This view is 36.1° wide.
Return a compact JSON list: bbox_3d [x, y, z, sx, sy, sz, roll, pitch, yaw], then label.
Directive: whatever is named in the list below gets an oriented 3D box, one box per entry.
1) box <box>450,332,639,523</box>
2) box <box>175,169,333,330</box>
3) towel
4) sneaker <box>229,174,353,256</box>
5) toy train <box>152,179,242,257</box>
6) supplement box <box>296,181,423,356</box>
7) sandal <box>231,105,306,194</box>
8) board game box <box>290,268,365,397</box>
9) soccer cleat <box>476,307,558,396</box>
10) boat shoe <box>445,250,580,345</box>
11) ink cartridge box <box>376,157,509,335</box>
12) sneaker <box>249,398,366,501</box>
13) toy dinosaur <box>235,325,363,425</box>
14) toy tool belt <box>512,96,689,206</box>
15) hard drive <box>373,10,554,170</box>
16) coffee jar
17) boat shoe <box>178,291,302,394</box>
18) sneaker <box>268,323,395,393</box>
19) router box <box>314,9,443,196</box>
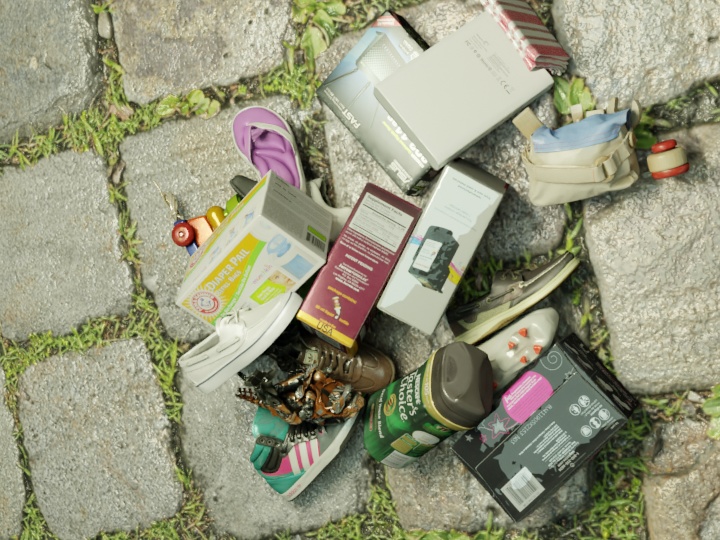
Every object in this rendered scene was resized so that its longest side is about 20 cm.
[{"bbox_3d":[0.236,0.198,1.408,0.132,0.114,0.200,47,110,12],"label":"box"},{"bbox_3d":[-0.141,-0.014,1.463,0.112,0.102,0.200,34,124,-20],"label":"box"},{"bbox_3d":[0.178,-0.327,1.380,0.030,0.146,0.201,-40,79,25],"label":"towel"},{"bbox_3d":[-0.091,-0.098,1.555,0.198,0.074,0.089,30,86,19],"label":"sneaker"},{"bbox_3d":[-0.212,-0.074,1.597,0.115,0.085,0.202,-30,82,11],"label":"toy train"},{"bbox_3d":[0.000,0.000,1.453,0.085,0.110,0.202,27,81,5],"label":"supplement box"},{"bbox_3d":[-0.126,-0.169,1.530,0.082,0.050,0.204,-31,54,-1],"label":"sandal"},{"bbox_3d":[-0.053,0.088,1.566,0.094,0.030,0.204,-15,86,23],"label":"board game box"},{"bbox_3d":[0.185,0.114,1.453,0.070,0.077,0.199,52,130,1],"label":"soccer cleat"},{"bbox_3d":[0.193,0.029,1.436,0.199,0.073,0.065,-37,85,20],"label":"boat shoe"},{"bbox_3d":[0.109,-0.034,1.423,0.082,0.146,0.203,27,104,5],"label":"ink cartridge box"},{"bbox_3d":[-0.090,0.221,1.545,0.120,0.084,0.201,36,113,-10],"label":"sneaker"},{"bbox_3d":[-0.092,0.165,1.466,0.197,0.103,0.136,-21,124,22],"label":"toy dinosaur"},{"bbox_3d":[0.292,-0.159,1.358,0.197,0.125,0.125,-13,97,22],"label":"toy tool belt"},{"bbox_3d":[0.132,-0.233,1.407,0.199,0.026,0.132,-36,78,-17],"label":"hard drive"},{"bbox_3d":[0.088,0.173,1.420,0.200,0.084,0.106,-40,33,45],"label":"coffee jar"},{"bbox_3d":[-0.159,0.084,1.430,0.199,0.074,0.065,-41,105,21],"label":"boat shoe"},{"bbox_3d":[-0.051,0.126,1.514,0.197,0.075,0.072,15,99,21],"label":"sneaker"},{"bbox_3d":[0.056,-0.224,1.481,0.150,0.062,0.201,-46,77,19],"label":"router box"}]
